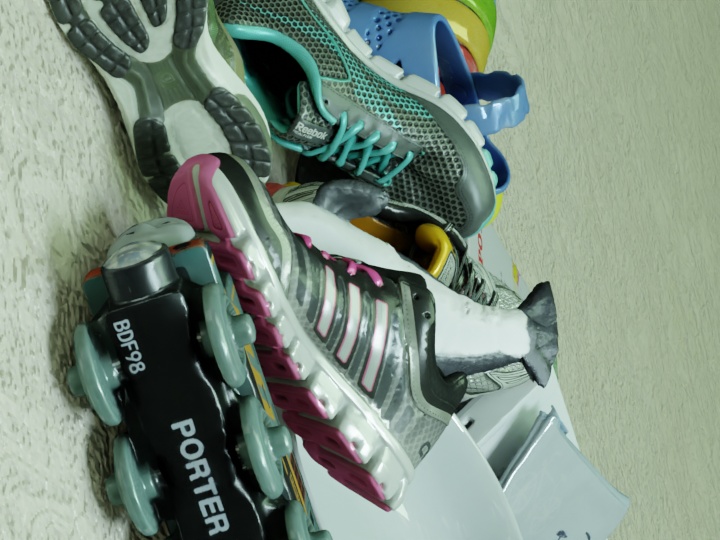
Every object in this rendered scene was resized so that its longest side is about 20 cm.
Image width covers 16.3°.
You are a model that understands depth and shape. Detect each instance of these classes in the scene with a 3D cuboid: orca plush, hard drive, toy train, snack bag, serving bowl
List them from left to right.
[{"bbox_3d":[-0.069,0.074,1.115,0.114,0.085,0.201,-94,166,-73],"label":"toy train"},{"bbox_3d":[0.000,0.009,1.271,0.071,0.198,0.106,178,-86,-73],"label":"orca plush"},{"bbox_3d":[0.007,0.136,1.295,0.200,0.066,0.201,41,31,-30],"label":"serving bowl"},{"bbox_3d":[0.079,0.149,1.474,0.027,0.132,0.200,36,-19,34],"label":"hard drive"},{"bbox_3d":[0.087,0.191,1.455,0.201,0.021,0.189,-57,151,-7],"label":"snack bag"}]

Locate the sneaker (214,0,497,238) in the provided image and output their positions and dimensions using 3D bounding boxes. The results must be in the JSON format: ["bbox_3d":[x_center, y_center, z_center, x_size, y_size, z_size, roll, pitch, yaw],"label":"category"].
[{"bbox_3d":[-0.013,-0.081,1.343,0.200,0.078,0.091,43,36,-5],"label":"sneaker"}]

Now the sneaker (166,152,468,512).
[{"bbox_3d":[-0.015,0.015,1.186,0.087,0.074,0.201,-43,114,-22],"label":"sneaker"}]

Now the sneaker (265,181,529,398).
[{"bbox_3d":[0.030,0.014,1.346,0.199,0.082,0.078,27,70,-35],"label":"sneaker"}]

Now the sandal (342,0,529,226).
[{"bbox_3d":[0.021,-0.117,1.409,0.200,0.087,0.080,40,37,-4],"label":"sandal"}]

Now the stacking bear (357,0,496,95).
[{"bbox_3d":[0.033,-0.134,1.539,0.114,0.121,0.201,38,40,-38],"label":"stacking bear"}]

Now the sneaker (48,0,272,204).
[{"bbox_3d":[-0.099,-0.125,1.179,0.089,0.076,0.201,-102,176,-53],"label":"sneaker"}]

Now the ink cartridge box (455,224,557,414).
[{"bbox_3d":[0.058,0.062,1.533,0.200,0.083,0.146,55,30,-55],"label":"ink cartridge box"}]

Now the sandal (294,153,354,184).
[{"bbox_3d":[-0.001,0.001,1.430,0.048,0.075,0.202,131,-44,-63],"label":"sandal"}]
